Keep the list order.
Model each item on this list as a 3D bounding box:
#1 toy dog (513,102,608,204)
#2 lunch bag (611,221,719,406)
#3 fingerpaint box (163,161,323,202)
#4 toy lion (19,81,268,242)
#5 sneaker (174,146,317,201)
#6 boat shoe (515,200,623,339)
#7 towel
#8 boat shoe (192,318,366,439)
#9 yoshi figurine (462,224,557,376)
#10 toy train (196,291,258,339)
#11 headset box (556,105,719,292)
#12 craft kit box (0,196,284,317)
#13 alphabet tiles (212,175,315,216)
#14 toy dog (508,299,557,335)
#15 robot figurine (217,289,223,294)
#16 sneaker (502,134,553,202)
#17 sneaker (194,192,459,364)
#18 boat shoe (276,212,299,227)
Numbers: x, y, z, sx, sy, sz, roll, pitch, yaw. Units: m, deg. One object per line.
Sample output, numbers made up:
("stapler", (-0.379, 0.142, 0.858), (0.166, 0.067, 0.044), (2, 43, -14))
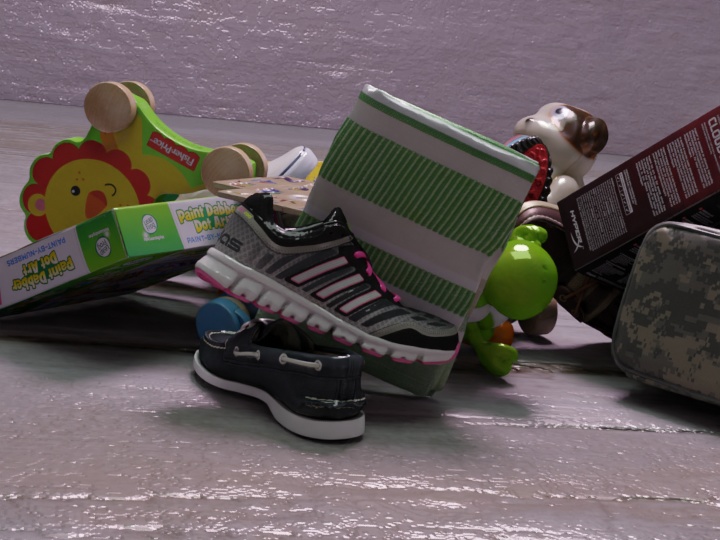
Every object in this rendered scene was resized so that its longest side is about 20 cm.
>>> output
("toy dog", (0.218, -0.088, 1.663), (0.193, 0.201, 0.139), (1, 12, -23))
("lunch bag", (0.324, 0.051, 1.179), (0.199, 0.140, 0.167), (16, -3, 42))
("fingerpaint box", (-0.145, -0.075, 1.609), (0.199, 0.074, 0.166), (-5, -2, -45))
("toy lion", (-0.212, -0.065, 1.365), (0.199, 0.192, 0.069), (28, 14, 7))
("sneaker", (-0.136, -0.070, 1.414), (0.200, 0.071, 0.073), (-33, 13, 4))
("boat shoe", (0.206, 0.012, 1.319), (0.200, 0.072, 0.072), (42, 6, -29))
("towel", (0.028, -0.019, 1.088), (0.152, 0.201, 0.023), (25, 18, 2))
("boat shoe", (-0.057, 0.064, 1.057), (0.075, 0.061, 0.200), (-2, 13, -38))
("yoshi figurine", (0.116, 0.018, 1.192), (0.112, 0.113, 0.200), (-33, -13, 3))
("toy train", (-0.031, 0.009, 1.167), (0.199, 0.085, 0.116), (-20, 7, 34))
("headset box", (0.295, -0.054, 1.259), (0.148, 0.078, 0.200), (19, -41, -43))
("craft kit box", (-0.197, -0.013, 1.218), (0.197, 0.049, 0.200), (-23, -6, 35))
("alphabet tiles", (-0.014, -0.056, 1.203), (0.199, 0.006, 0.166), (14, 13, 32))
("toy dog", (0.109, -0.002, 1.415), (0.131, 0.097, 0.200), (-2, 13, -40))
("robot figurine", (-0.077, -0.006, 1.437), (0.144, 0.059, 0.200), (7, 11, 3))
("sneaker", (0.090, -0.050, 1.337), (0.079, 0.200, 0.095), (46, -11, -36))
("sneaker", (-0.013, 0.003, 1.049), (0.199, 0.088, 0.074), (22, 0, -6))
("boat shoe", (-0.045, -0.023, 1.276), (0.199, 0.075, 0.062), (2, 16, 37))
